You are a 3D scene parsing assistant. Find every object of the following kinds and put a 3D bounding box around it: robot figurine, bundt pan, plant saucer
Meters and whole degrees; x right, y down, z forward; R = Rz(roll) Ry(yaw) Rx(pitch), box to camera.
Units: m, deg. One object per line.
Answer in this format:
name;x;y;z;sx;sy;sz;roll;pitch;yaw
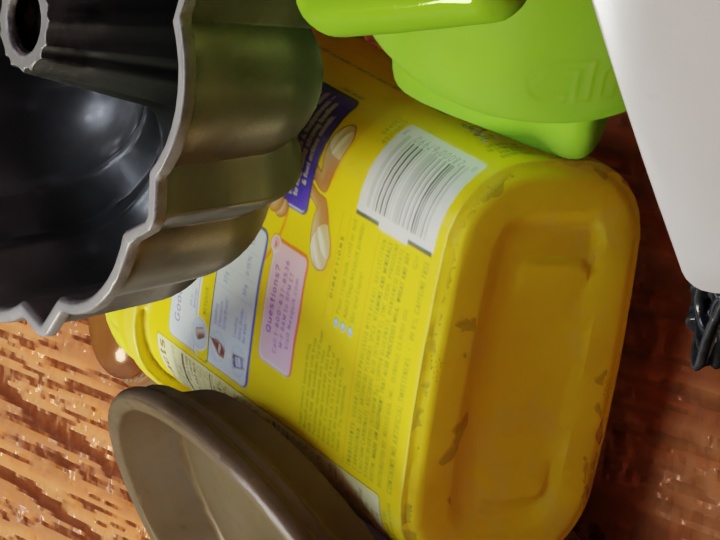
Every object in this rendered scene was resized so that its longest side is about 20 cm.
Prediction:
robot figurine;0.056;-0.123;0.844;0.115;0.176;0.200;25;146;14
bundt pan;-0.078;-0.080;0.965;0.202;0.076;0.203;2;92;55
plant saucer;-0.017;0.118;0.998;0.200;0.029;0.200;48;160;23

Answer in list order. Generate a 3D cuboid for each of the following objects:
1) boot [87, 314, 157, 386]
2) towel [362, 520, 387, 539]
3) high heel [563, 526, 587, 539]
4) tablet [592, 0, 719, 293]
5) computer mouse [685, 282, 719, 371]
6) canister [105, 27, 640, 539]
boot;-0.135;-0.053;1.171;0.077;0.155;0.201;12;99;54
towel;0.025;0.084;1.052;0.145;0.024;0.201;-2;88;56
high heel;0.060;0.132;0.890;0.200;0.067;0.097;131;131;-89
tablet;0.161;-0.047;0.714;0.199;0.130;0.014;-5;42;21
computer mouse;0.132;-0.067;0.876;0.141;0.046;0.201;93;-175;-63
canister;0.000;0.000;0.996;0.200;0.086;0.149;33;118;52
